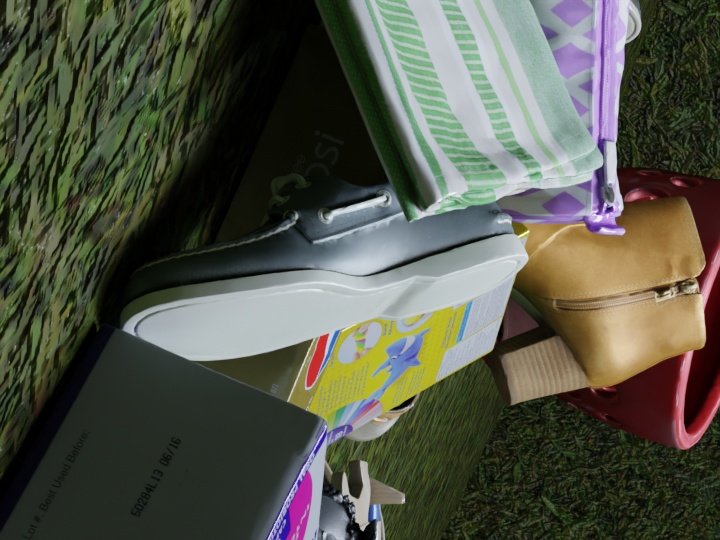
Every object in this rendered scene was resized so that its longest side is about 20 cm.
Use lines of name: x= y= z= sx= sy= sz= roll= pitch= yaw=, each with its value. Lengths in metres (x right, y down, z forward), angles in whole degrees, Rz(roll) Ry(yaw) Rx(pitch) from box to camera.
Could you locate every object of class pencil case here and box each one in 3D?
pencil case: x=0.103 y=-0.117 z=0.874 sx=0.084 sy=0.085 sz=0.201 roll=-8 pitch=103 yaw=-32

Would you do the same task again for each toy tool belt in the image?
toy tool belt: x=-0.028 y=0.186 z=1.195 sx=0.200 sy=0.124 sz=0.124 roll=81 pitch=1 yaw=-78

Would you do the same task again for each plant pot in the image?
plant pot: x=0.192 y=0.014 z=1.269 sx=0.201 sy=0.182 sz=0.201 roll=-51 pitch=150 yaw=-45

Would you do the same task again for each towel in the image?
towel: x=0.042 y=-0.102 z=0.752 sx=0.023 sy=0.153 sz=0.200 roll=-25 pitch=176 yaw=29

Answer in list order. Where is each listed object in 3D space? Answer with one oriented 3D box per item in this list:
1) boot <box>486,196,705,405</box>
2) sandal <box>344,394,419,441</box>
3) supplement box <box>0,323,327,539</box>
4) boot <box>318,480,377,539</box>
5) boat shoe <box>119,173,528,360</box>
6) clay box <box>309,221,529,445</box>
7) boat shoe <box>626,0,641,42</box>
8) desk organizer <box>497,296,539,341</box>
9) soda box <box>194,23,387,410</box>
boot: x=0.129 y=-0.026 z=1.016 sx=0.071 sy=0.143 sz=0.202 roll=-143 pitch=-146 yaw=-72
sandal: x=0.019 y=0.076 z=1.237 sx=0.080 sy=0.054 sz=0.200 roll=-37 pitch=155 yaw=-25
supplement box: x=-0.081 y=0.125 z=0.715 sx=0.200 sy=0.103 sz=0.101 roll=98 pitch=16 yaw=-62
boot: x=-0.079 y=0.186 z=0.850 sx=0.073 sy=0.197 sz=0.163 roll=141 pitch=-50 yaw=-58
boat shoe: x=-0.019 y=-0.009 z=0.720 sx=0.199 sy=0.062 sz=0.073 roll=-10 pitch=160 yaw=-34
clay box: x=-0.005 y=0.040 z=0.921 sx=0.199 sy=0.048 sz=0.115 roll=-26 pitch=150 yaw=-27
boat shoe: x=0.122 y=-0.215 z=1.064 sx=0.200 sy=0.067 sz=0.057 roll=43 pitch=38 yaw=-48
desk organizer: x=0.082 y=-0.053 z=1.069 sx=0.072 sy=0.077 sz=0.201 roll=-94 pitch=-179 yaw=-61
soda box: x=-0.030 y=-0.010 z=0.798 sx=0.068 sy=0.064 sz=0.201 roll=40 pitch=73 yaw=-80
